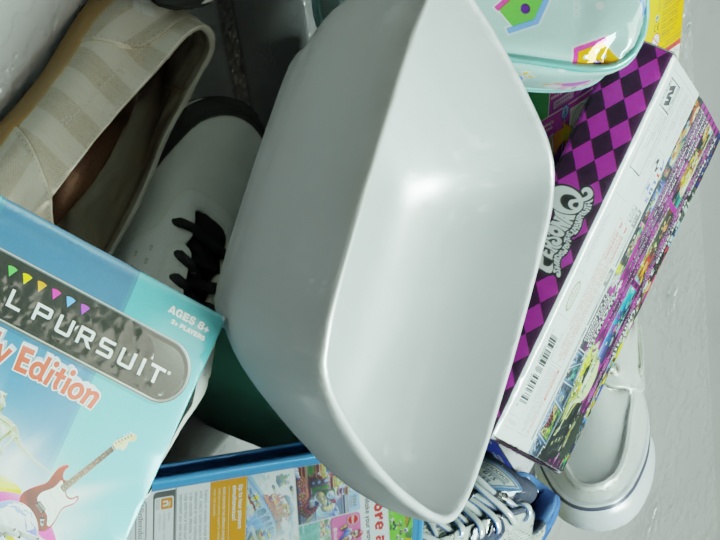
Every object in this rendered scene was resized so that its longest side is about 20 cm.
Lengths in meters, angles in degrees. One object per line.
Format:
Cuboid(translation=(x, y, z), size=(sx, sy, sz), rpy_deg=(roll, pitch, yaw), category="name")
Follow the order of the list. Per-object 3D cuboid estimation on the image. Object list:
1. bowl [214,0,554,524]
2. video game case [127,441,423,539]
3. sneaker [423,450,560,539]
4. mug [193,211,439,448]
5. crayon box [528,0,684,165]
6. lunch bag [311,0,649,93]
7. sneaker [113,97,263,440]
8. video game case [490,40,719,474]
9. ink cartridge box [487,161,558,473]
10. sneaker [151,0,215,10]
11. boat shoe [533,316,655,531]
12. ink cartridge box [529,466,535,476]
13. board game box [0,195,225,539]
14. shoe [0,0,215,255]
Cuboid(translation=(0.007, -0.007, 1.196), size=(0.200, 0.074, 0.201), rpy_deg=(52, 49, -57), category="bowl")
Cuboid(translation=(-0.066, 0.150, 1.297), size=(0.199, 0.018, 0.144), rpy_deg=(-8, 118, -20), category="video game case")
Cuboid(translation=(0.042, 0.127, 1.428), size=(0.085, 0.077, 0.200), rpy_deg=(-50, 159, 14), category="sneaker")
Cuboid(translation=(-0.004, 0.010, 1.339), size=(0.152, 0.114, 0.186), rpy_deg=(-53, 147, -31), category="mug")
Cuboid(translation=(0.107, -0.112, 1.528), size=(0.200, 0.058, 0.119), rpy_deg=(-33, 134, -49), category="crayon box")
Cuboid(translation=(0.054, -0.185, 1.271), size=(0.077, 0.159, 0.201), rpy_deg=(141, -47, -80), category="lunch bag")
Cuboid(translation=(-0.083, 0.018, 1.207), size=(0.074, 0.080, 0.201), rpy_deg=(32, 73, -32), category="sneaker")
Cuboid(translation=(0.113, -0.003, 1.380), size=(0.201, 0.036, 0.181), rpy_deg=(-65, 163, -2), category="video game case")
Cuboid(translation=(0.109, 0.008, 1.504), size=(0.201, 0.044, 0.094), rpy_deg=(-60, 156, -13), category="ink cartridge box")
Cuboid(translation=(-0.075, -0.208, 1.152), size=(0.080, 0.074, 0.201), rpy_deg=(-3, 104, -45), category="sneaker")
Cuboid(translation=(0.131, 0.052, 1.593), size=(0.066, 0.072, 0.201), rpy_deg=(73, 19, -50), category="boat shoe")
Cuboid(translation=(0.030, 0.106, 1.534), size=(0.198, 0.047, 0.201), rpy_deg=(-48, 146, -36), category="ink cartridge box")
Cuboid(translation=(-0.161, 0.075, 1.085), size=(0.151, 0.047, 0.201), rpy_deg=(29, 78, -25), category="board game box")
Cuboid(translation=(-0.126, -0.033, 1.161), size=(0.201, 0.053, 0.070), rpy_deg=(-61, 150, -20), category="shoe")
